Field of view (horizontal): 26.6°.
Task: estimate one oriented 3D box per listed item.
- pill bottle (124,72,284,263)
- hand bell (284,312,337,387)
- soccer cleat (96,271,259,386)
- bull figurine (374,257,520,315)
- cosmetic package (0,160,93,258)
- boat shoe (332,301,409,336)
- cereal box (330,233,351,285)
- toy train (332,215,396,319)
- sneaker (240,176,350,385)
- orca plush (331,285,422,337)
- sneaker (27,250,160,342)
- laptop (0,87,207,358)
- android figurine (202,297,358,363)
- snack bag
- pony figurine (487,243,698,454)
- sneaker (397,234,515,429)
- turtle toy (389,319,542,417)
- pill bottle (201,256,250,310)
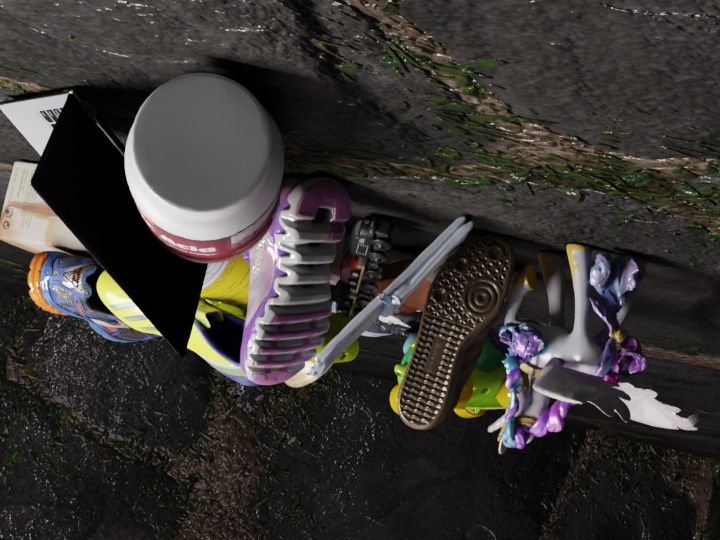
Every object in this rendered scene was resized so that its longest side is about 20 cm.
[{"bbox_3d":[-0.113,-0.073,1.108,0.113,0.115,0.200,12,172,-2],"label":"pill bottle"},{"bbox_3d":[-0.115,0.035,1.733,0.104,0.105,0.200,2,145,51],"label":"hand bell"},{"bbox_3d":[-0.166,0.043,1.476,0.199,0.065,0.084,29,157,8],"label":"soccer cleat"},{"bbox_3d":[0.100,0.017,1.617,0.121,0.066,0.199,16,171,-40],"label":"bull figurine"},{"bbox_3d":[-0.263,-0.051,1.581,0.198,0.088,0.103,8,170,26],"label":"cosmetic package"},{"bbox_3d":[0.056,0.044,1.889,0.198,0.072,0.091,3,169,11],"label":"boat shoe"},{"bbox_3d":[-0.064,-0.020,1.687,0.142,0.040,0.200,13,172,-3],"label":"cereal box"},{"bbox_3d":[0.000,0.000,1.555,0.045,0.034,0.200,15,152,0],"label":"toy train"},{"bbox_3d":[-0.073,0.002,1.382,0.080,0.202,0.088,2,-162,-44],"label":"sneaker"},{"bbox_3d":[0.049,0.015,1.793,0.198,0.072,0.105,19,-140,19],"label":"orca plush"},{"bbox_3d":[-0.251,0.032,1.574,0.078,0.076,0.199,3,171,36],"label":"sneaker"},{"bbox_3d":[-0.219,-0.038,1.228,0.199,0.116,0.188,1,136,50],"label":"laptop"},{"bbox_3d":[-0.089,0.042,1.603,0.182,0.041,0.199,39,-162,28],"label":"android figurine"},{"bbox_3d":[0.027,0.032,1.458,0.021,0.200,0.189,46,173,3],"label":"snack bag"},{"bbox_3d":[0.207,0.081,1.418,0.192,0.202,0.166,4,169,44],"label":"pony figurine"},{"bbox_3d":[0.091,0.058,1.477,0.070,0.201,0.076,28,-178,13],"label":"sneaker"},{"bbox_3d":[0.126,0.100,1.610,0.198,0.102,0.146,3,169,-24],"label":"turtle toy"},{"bbox_3d":[-0.151,-0.034,1.453,0.112,0.114,0.199,3,168,46],"label":"pill bottle"}]
